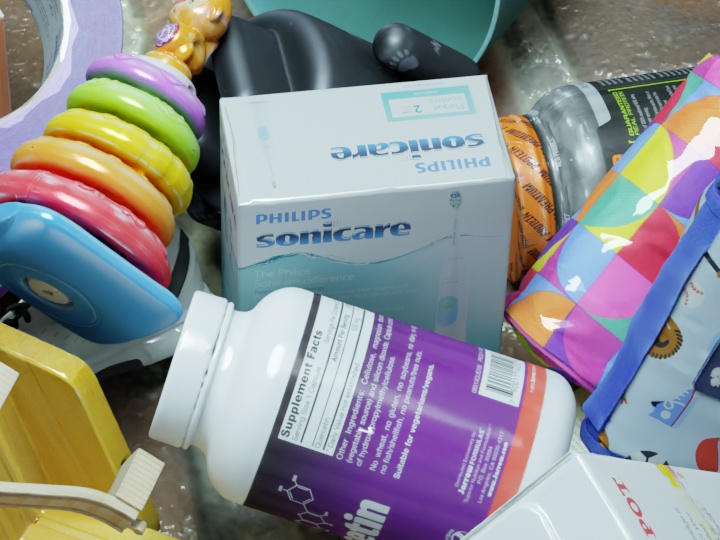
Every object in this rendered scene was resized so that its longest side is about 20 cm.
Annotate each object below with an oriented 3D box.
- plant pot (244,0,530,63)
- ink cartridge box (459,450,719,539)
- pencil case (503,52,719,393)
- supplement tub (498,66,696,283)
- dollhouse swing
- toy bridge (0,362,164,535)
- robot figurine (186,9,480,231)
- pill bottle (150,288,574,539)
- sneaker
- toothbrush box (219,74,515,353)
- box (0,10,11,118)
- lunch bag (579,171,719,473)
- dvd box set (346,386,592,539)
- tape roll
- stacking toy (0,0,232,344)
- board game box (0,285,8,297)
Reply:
[{"bbox_3d":[0.039,-0.227,1.749,0.200,0.201,0.161,26,39,21],"label":"plant pot"},{"bbox_3d":[0.128,0.187,1.298,0.200,0.146,0.147,14,42,-56],"label":"ink cartridge box"},{"bbox_3d":[0.165,-0.024,1.527,0.200,0.088,0.088,-48,57,3],"label":"pencil case"},{"bbox_3d":[0.176,-0.054,1.629,0.200,0.123,0.123,-8,47,-10],"label":"supplement tub"},{"bbox_3d":[-0.150,0.153,1.399,0.176,0.182,0.200,6,42,32],"label":"dollhouse swing"},{"bbox_3d":[-0.190,0.076,1.381,0.200,0.027,0.067,32,54,-9],"label":"toy bridge"},{"bbox_3d":[-0.020,-0.075,1.599,0.150,0.200,0.125,8,80,48],"label":"robot figurine"},{"bbox_3d":[0.000,0.078,1.426,0.200,0.113,0.113,18,47,-3],"label":"pill bottle"},{"bbox_3d":[-0.171,0.031,1.554,0.200,0.080,0.074,-30,28,-30],"label":"sneaker"},{"bbox_3d":[0.000,0.000,1.518,0.146,0.200,0.085,-6,47,-7],"label":"toothbrush box"},{"bbox_3d":[-0.314,-0.102,1.656,0.200,0.125,0.098,-22,52,-21],"label":"box"},{"bbox_3d":[0.223,0.032,1.476,0.200,0.170,0.124,2,37,-38],"label":"lunch bag"},{"bbox_3d":[0.114,0.140,1.503,0.200,0.029,0.146,-28,54,-25],"label":"dvd box set"},{"bbox_3d":[-0.235,-0.131,1.570,0.200,0.066,0.200,5,72,-15],"label":"tape roll"},{"bbox_3d":[-0.120,-0.071,1.488,0.110,0.116,0.200,37,68,-25],"label":"stacking toy"},{"bbox_3d":[-0.201,-0.028,1.614,0.120,0.032,0.200,4,37,47],"label":"board game box"}]
